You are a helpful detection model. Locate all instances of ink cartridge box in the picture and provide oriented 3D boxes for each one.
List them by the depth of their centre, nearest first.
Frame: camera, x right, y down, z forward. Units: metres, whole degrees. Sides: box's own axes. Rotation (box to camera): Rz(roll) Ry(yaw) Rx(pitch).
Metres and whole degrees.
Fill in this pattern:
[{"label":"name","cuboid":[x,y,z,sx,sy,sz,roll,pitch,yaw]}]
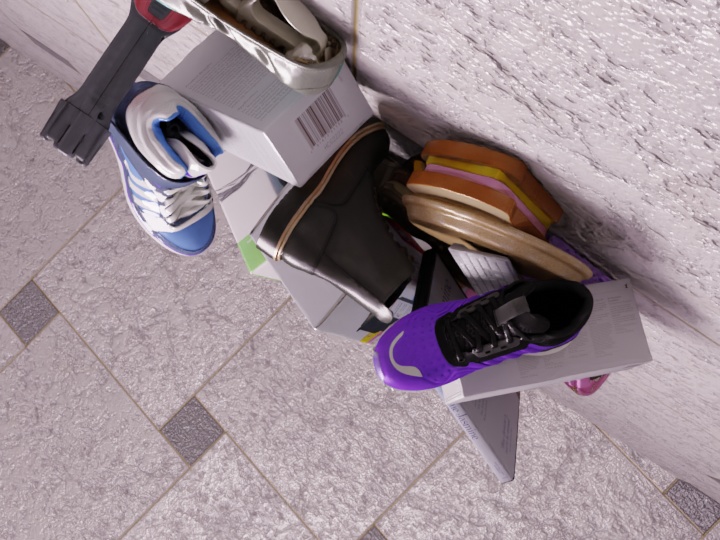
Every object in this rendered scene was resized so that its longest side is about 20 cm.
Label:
[{"label":"ink cartridge box","cuboid":[0.000,0.000,1.106,0.199,0.083,0.146,19,-152,-52]},{"label":"ink cartridge box","cuboid":[-0.108,-0.091,1.363,0.145,0.084,0.202,14,-134,-59]}]

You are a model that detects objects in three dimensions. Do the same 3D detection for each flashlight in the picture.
[{"label":"flashlight","cuboid":[-0.206,-0.188,0.936,0.068,0.201,0.068,32,177,30]}]

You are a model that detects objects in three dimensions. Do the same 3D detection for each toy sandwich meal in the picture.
[{"label":"toy sandwich meal","cuboid":[0.124,-0.050,0.952,0.203,0.071,0.205,23,178,1]}]

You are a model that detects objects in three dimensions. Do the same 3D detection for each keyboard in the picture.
[{"label":"keyboard","cuboid":[0.130,0.016,1.007,0.056,0.011,0.200,19,169,22]}]

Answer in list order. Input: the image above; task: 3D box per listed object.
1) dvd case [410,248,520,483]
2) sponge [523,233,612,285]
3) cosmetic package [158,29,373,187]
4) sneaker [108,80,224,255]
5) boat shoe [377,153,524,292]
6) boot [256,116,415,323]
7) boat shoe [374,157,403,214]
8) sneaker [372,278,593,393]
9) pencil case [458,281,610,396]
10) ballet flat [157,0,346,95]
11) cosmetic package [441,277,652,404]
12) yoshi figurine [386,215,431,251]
[{"label":"dvd case","cuboid":[0.108,0.094,1.063,0.201,0.017,0.144,54,-150,-28]},{"label":"sponge","cuboid":[0.195,-0.005,1.142,0.111,0.030,0.200,35,176,-17]},{"label":"cosmetic package","cuboid":[-0.092,-0.159,0.985,0.199,0.101,0.072,30,161,47]},{"label":"sneaker","cuboid":[-0.171,-0.085,1.015,0.146,0.080,0.202,25,143,53]},{"label":"boat shoe","cuboid":[0.108,-0.037,1.083,0.200,0.068,0.072,42,165,-12]},{"label":"boot","cuboid":[0.011,-0.045,0.982,0.137,0.201,0.078,33,143,6]},{"label":"boat shoe","cuboid":[0.002,-0.104,1.197,0.199,0.072,0.068,33,175,16]},{"label":"sneaker","cuboid":[0.107,0.044,0.891,0.100,0.198,0.070,127,127,-69]},{"label":"pencil case","cuboid":[0.185,0.059,1.150,0.199,0.087,0.083,27,176,40]},{"label":"ballet flat","cuboid":[-0.095,-0.215,0.832,0.199,0.068,0.064,34,149,-12]},{"label":"cosmetic package","cuboid":[0.166,0.065,0.987,0.197,0.084,0.051,-7,168,-19]},{"label":"yoshi figurine","cuboid":[0.061,-0.044,1.309,0.199,0.112,0.113,25,152,47]}]
